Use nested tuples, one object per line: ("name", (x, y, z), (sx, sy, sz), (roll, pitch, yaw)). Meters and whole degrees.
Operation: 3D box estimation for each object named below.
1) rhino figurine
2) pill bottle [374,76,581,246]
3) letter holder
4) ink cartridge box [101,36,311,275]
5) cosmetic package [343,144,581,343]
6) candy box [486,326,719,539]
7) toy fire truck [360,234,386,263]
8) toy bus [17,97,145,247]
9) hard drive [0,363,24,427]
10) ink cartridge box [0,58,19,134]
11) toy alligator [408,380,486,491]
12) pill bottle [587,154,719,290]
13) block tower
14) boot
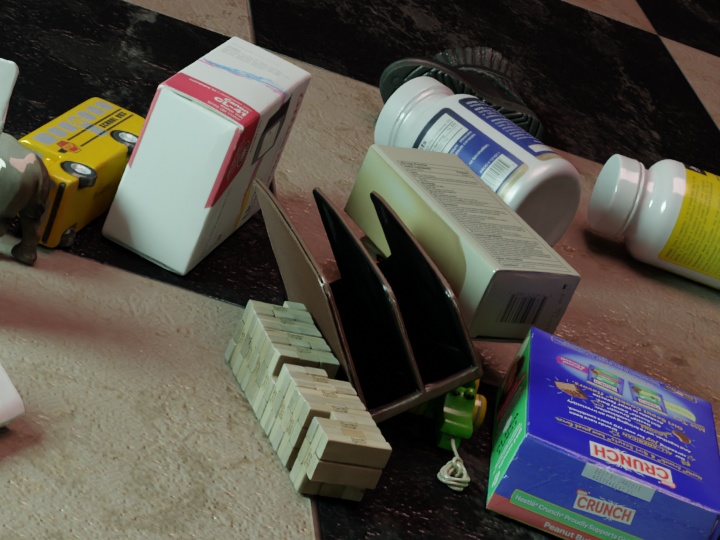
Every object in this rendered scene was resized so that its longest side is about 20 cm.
("rhino figurine", (-0.321, -0.090, 1.645), (0.199, 0.088, 0.060), (33, 24, 22))
("pill bottle", (0.111, -0.102, 2.057), (0.115, 0.116, 0.200), (-3, 34, -47))
("letter holder", (0.000, 0.000, 1.630), (0.100, 0.143, 0.200), (-23, 31, -7))
("ink cartridge box", (-0.127, -0.101, 1.780), (0.085, 0.148, 0.200), (26, 23, 8))
("cosmetic package", (0.084, -0.023, 1.780), (0.105, 0.071, 0.200), (5, 30, -38))
("candy box", (0.191, 0.142, 1.637), (0.168, 0.077, 0.200), (23, 21, -3))
("toy fire truck", (0.046, -0.002, 1.855), (0.140, 0.049, 0.200), (13, 25, -25))
("toy bus", (-0.237, -0.084, 1.742), (0.078, 0.065, 0.200), (26, 22, 7))
("hard drive", (-0.306, 0.063, 1.319), (0.132, 0.027, 0.200), (60, 28, 3))
("ink cartridge box", (-0.319, -0.084, 1.484), (0.114, 0.201, 0.068), (19, 22, -11))
("toy alligator", (0.072, 0.099, 1.647), (0.059, 0.055, 0.200), (17, 23, -13))
("pill bottle", (0.341, -0.049, 2.167), (0.199, 0.112, 0.111), (19, 23, -11))
("block tower", (-0.043, 0.093, 1.548), (0.058, 0.054, 0.200), (12, 24, -27))
("boot", (0.096, -0.204, 2.314), (0.210, 0.080, 0.158), (23, 26, -29))
